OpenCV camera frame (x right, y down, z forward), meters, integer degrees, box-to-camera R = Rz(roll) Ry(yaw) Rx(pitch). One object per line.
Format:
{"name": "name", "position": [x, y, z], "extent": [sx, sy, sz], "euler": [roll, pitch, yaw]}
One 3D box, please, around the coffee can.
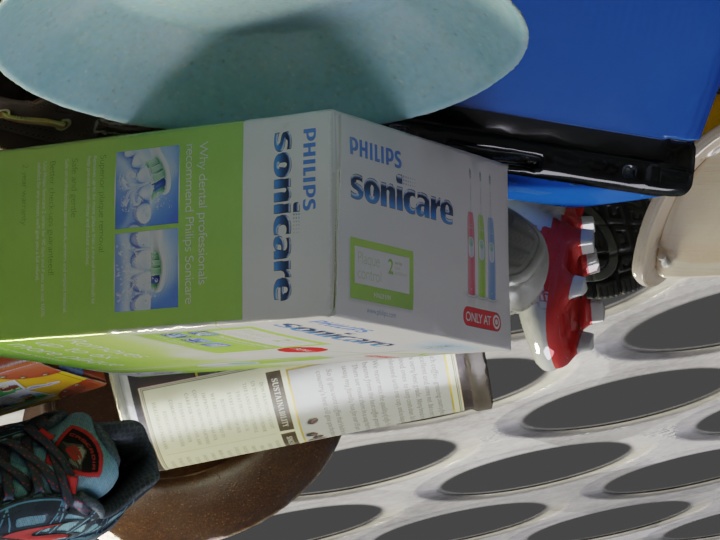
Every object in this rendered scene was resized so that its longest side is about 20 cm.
{"name": "coffee can", "position": [-0.037, 0.025, 1.402], "extent": [0.199, 0.147, 0.146], "euler": [-12, 165, 1]}

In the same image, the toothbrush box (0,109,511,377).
{"name": "toothbrush box", "position": [-0.057, -0.007, 1.058], "extent": [0.200, 0.086, 0.146], "euler": [-6, 170, 30]}

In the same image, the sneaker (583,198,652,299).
{"name": "sneaker", "position": [0.094, -0.011, 1.543], "extent": [0.199, 0.076, 0.091], "euler": [-5, 175, 2]}

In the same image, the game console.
{"name": "game console", "position": [0.052, -0.101, 1.114], "extent": [0.199, 0.119, 0.171], "euler": [8, 176, -20]}

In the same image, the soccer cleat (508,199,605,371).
{"name": "soccer cleat", "position": [0.075, -0.024, 1.258], "extent": [0.085, 0.200, 0.069], "euler": [-6, 134, 8]}

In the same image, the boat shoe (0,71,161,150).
{"name": "boat shoe", "position": [-0.143, -0.088, 1.075], "extent": [0.200, 0.072, 0.059], "euler": [8, 160, -36]}

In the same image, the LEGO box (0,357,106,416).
{"name": "LEGO box", "position": [-0.234, 0.004, 1.183], "extent": [0.200, 0.149, 0.077], "euler": [-17, 164, 17]}

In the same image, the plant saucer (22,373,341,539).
{"name": "plant saucer", "position": [-0.107, 0.074, 1.493], "extent": [0.200, 0.201, 0.035], "euler": [-11, 138, 0]}

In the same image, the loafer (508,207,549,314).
{"name": "loafer", "position": [0.000, 0.000, 1.158], "extent": [0.200, 0.070, 0.070], "euler": [6, 136, 34]}

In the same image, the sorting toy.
{"name": "sorting toy", "position": [0.276, -0.051, 1.463], "extent": [0.199, 0.107, 0.180], "euler": [-2, -178, 23]}

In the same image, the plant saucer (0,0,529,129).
{"name": "plant saucer", "position": [-0.038, -0.099, 0.931], "extent": [0.200, 0.039, 0.201], "euler": [-1, 165, 0]}

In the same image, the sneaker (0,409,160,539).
{"name": "sneaker", "position": [-0.161, 0.091, 1.156], "extent": [0.095, 0.079, 0.200], "euler": [-28, 169, 20]}
